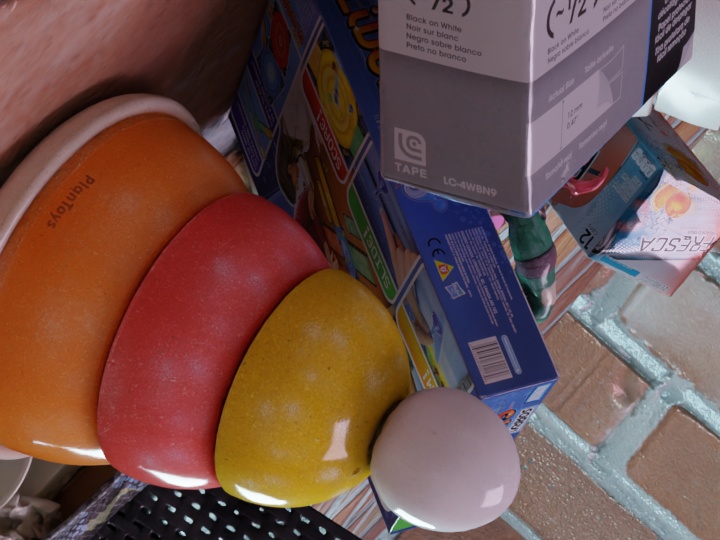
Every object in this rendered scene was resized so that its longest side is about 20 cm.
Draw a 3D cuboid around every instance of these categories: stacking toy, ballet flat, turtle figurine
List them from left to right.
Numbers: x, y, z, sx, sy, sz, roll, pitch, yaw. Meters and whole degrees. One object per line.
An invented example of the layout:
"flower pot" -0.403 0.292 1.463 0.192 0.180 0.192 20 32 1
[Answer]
"ballet flat" -0.106 0.057 0.927 0.200 0.074 0.074 -52 172 -11
"stacking toy" -0.035 0.039 0.803 0.146 0.200 0.146 -47 154 -32
"turtle figurine" 0.039 -0.053 1.068 0.101 0.150 0.200 -59 161 -2

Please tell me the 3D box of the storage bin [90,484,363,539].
"storage bin" -0.077 0.150 1.043 0.094 0.200 0.135 -60 -168 -25

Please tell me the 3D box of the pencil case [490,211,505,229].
"pencil case" 0.041 -0.023 1.399 0.200 0.091 0.094 -49 -153 -13

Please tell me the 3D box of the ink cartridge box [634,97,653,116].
"ink cartridge box" 0.106 -0.145 1.064 0.200 0.067 0.117 58 31 -81

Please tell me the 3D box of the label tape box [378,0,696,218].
"label tape box" 0.067 -0.140 0.790 0.143 0.066 0.200 -41 141 -47

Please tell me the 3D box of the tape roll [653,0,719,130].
"tape roll" 0.194 -0.169 1.142 0.203 0.037 0.203 19 90 -84

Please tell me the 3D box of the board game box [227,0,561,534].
"board game box" 0.006 -0.014 0.890 0.034 0.200 0.135 -13 158 -21

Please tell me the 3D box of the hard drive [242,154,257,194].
"hard drive" 0.000 0.000 1.113 0.025 0.132 0.200 -45 171 -7

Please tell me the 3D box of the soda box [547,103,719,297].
"soda box" 0.125 -0.074 1.247 0.068 0.200 0.064 25 112 -36
